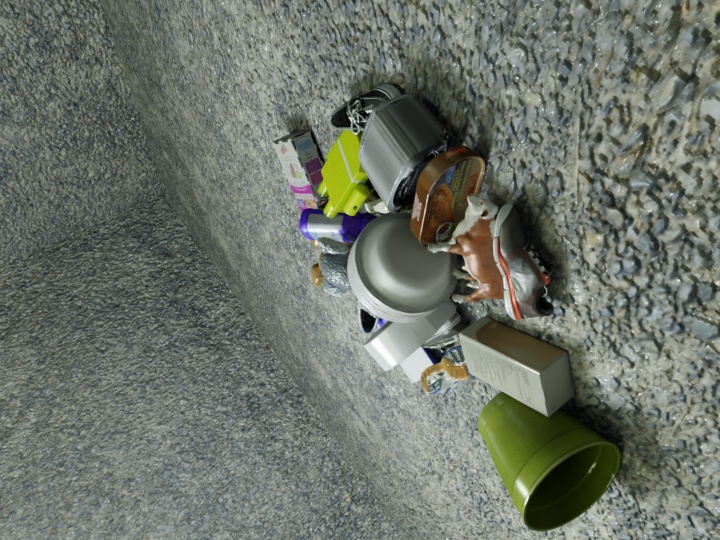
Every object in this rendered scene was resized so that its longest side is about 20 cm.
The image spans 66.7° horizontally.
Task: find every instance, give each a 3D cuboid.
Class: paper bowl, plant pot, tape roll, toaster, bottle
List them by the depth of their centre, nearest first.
[{"bbox_3d":[0.074,-0.200,0.918,0.129,0.114,0.200,55,158,16],"label":"toaster"},{"bbox_3d":[0.315,0.317,0.981,0.193,0.200,0.201,49,159,52],"label":"plant pot"},{"bbox_3d":[0.083,-0.013,0.999,0.201,0.201,0.104,55,154,10],"label":"paper bowl"},{"bbox_3d":[0.102,0.115,1.126,0.071,0.202,0.202,49,157,3],"label":"tape roll"},{"bbox_3d":[-0.032,-0.098,1.211,0.200,0.065,0.084,5,164,17],"label":"bottle"}]

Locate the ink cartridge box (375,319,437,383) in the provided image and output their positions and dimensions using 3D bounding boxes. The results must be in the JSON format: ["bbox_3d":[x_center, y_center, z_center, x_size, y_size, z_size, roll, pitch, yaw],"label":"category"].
[{"bbox_3d":[0.121,0.183,1.387,0.198,0.043,0.200,56,160,9],"label":"ink cartridge box"}]

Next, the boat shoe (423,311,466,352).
[{"bbox_3d":[0.173,0.148,1.196,0.064,0.071,0.200,51,158,5],"label":"boat shoe"}]

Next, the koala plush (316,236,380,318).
[{"bbox_3d":[0.000,0.000,1.148,0.200,0.184,0.177,15,138,19],"label":"koala plush"}]

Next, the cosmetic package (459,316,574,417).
[{"bbox_3d":[0.280,0.169,0.996,0.200,0.071,0.105,25,140,54],"label":"cosmetic package"}]

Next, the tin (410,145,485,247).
[{"bbox_3d":[0.139,-0.117,0.888,0.042,0.112,0.200,58,159,30],"label":"tin"}]

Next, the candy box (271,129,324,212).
[{"bbox_3d":[-0.138,-0.245,1.377,0.136,0.061,0.200,17,134,60],"label":"candy box"}]

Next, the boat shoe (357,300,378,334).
[{"bbox_3d":[0.028,0.078,1.372,0.072,0.070,0.201,-98,10,-50],"label":"boat shoe"}]

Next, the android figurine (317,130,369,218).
[{"bbox_3d":[-0.028,-0.205,1.122,0.200,0.041,0.182,-53,43,39],"label":"android figurine"}]

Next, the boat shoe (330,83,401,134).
[{"bbox_3d":[0.005,-0.292,1.004,0.199,0.068,0.074,22,138,57],"label":"boat shoe"}]

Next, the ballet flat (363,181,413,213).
[{"bbox_3d":[0.049,-0.143,1.085,0.068,0.075,0.200,56,160,-22],"label":"ballet flat"}]

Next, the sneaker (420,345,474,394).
[{"bbox_3d":[0.219,0.212,1.196,0.200,0.088,0.075,-38,58,47],"label":"sneaker"}]

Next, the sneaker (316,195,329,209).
[{"bbox_3d":[-0.048,-0.159,1.247,0.079,0.095,0.200,58,158,4],"label":"sneaker"}]

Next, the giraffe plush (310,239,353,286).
[{"bbox_3d":[-0.056,-0.062,1.361,0.162,0.172,0.200,61,-165,24],"label":"giraffe plush"}]

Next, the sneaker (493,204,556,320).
[{"bbox_3d":[0.260,-0.013,0.843,0.082,0.077,0.200,0,123,34],"label":"sneaker"}]

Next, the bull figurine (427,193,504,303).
[{"bbox_3d":[0.190,-0.028,0.908,0.121,0.065,0.200,-11,120,31],"label":"bull figurine"}]
